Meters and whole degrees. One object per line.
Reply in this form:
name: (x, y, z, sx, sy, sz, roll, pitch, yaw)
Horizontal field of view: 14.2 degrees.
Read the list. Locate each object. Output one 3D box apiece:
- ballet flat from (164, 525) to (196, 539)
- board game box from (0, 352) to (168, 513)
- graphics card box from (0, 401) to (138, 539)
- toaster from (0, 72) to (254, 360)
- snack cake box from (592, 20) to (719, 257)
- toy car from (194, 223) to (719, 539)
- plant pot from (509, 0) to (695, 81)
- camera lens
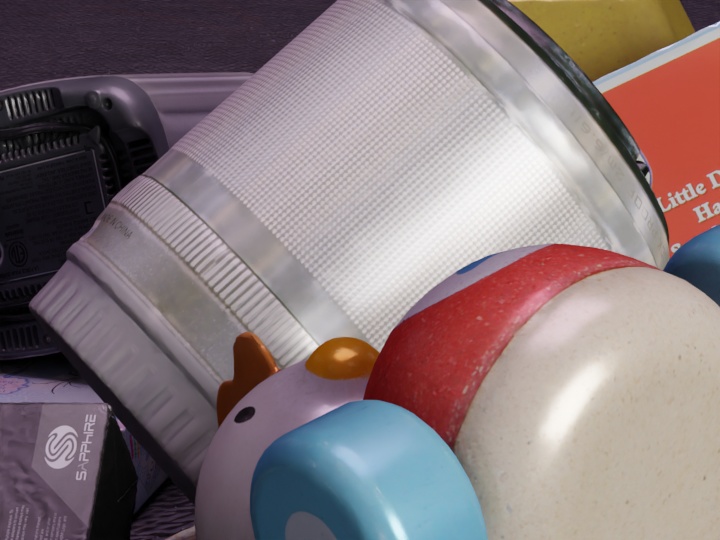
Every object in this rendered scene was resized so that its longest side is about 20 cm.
ballet flat: (0.008, 0.091, 0.930, 0.199, 0.068, 0.062, -22, 4, 11)
board game box: (-0.171, 0.062, 1.262, 0.199, 0.044, 0.199, 0, 11, 12)
graphics card box: (-0.173, 0.102, 0.866, 0.199, 0.051, 0.126, -2, 54, 10)
toaster: (-0.106, -0.029, 1.258, 0.199, 0.114, 0.129, -13, 0, 36)
snack cake box: (0.084, -0.005, 1.166, 0.199, 0.115, 0.067, -25, -9, -2)
toy car: (0.013, 0.061, 0.822, 0.184, 0.178, 0.200, -25, 32, -36)
plant pot: (0.078, -0.034, 1.301, 0.195, 0.201, 0.194, -1, 11, 9)
camera lens: (0.000, 0.000, 1.050, 0.200, 0.160, 0.160, -42, 19, -7)
